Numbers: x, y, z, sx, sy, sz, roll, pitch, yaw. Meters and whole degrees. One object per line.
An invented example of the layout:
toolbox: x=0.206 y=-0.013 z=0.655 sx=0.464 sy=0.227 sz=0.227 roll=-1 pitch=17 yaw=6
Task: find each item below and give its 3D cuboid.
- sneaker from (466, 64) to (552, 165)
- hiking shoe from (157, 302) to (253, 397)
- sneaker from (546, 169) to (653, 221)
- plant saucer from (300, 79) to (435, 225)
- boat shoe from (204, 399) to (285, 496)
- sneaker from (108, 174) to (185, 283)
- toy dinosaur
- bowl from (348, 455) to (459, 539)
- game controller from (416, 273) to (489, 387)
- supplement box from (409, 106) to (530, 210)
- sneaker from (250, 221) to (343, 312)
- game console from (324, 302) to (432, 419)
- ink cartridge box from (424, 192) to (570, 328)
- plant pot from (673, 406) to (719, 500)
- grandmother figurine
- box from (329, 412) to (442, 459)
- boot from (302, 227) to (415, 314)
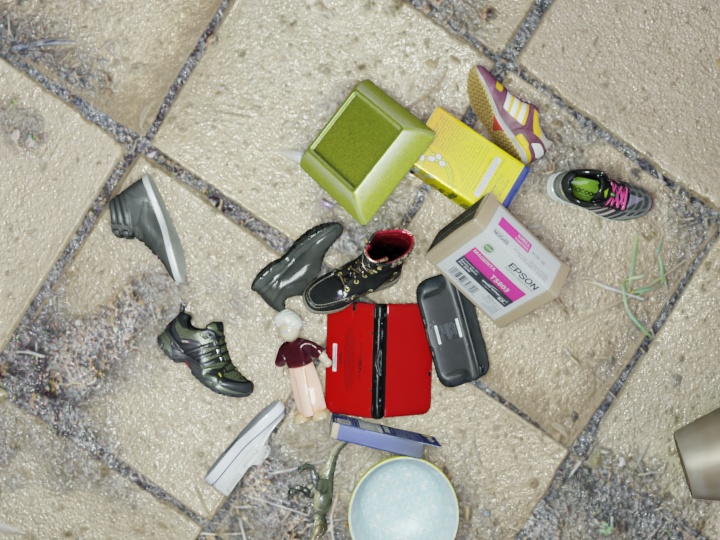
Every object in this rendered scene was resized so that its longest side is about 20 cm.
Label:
sneaker: x=0.268 y=-0.288 z=1.443 sx=0.089 sy=0.075 sz=0.203 roll=-30 pitch=93 yaw=-16
hiking shoe: x=-0.264 y=0.146 z=1.429 sx=0.198 sy=0.076 sz=0.102 roll=34 pitch=94 yaw=-1
sneaker: x=0.437 y=-0.136 z=1.436 sx=0.195 sy=0.087 sz=0.076 roll=14 pitch=91 yaw=-2
plant saucer: x=-0.001 y=-0.217 z=1.385 sx=0.201 sy=0.048 sz=0.200 roll=-50 pitch=59 yaw=6
boat shoe: x=-0.195 y=0.322 z=1.444 sx=0.065 sy=0.074 sz=0.200 roll=42 pitch=100 yaw=-7
sneaker: x=-0.383 y=-0.059 z=1.428 sx=0.097 sy=0.071 sz=0.204 roll=-23 pitch=86 yaw=1
toy dinosaur: x=-0.081 y=0.392 z=1.456 sx=0.086 sy=0.047 sz=0.205 roll=15 pitch=90 yaw=-17
bowl: x=0.074 y=0.422 z=1.428 sx=0.194 sy=0.108 sz=0.206 roll=0 pitch=91 yaw=-1
game controller: x=0.168 y=0.107 z=1.455 sx=0.102 sy=0.042 sz=0.205 roll=-15 pitch=91 yaw=-5
supplement box: x=0.183 y=-0.182 z=1.418 sx=0.198 sy=0.109 sz=0.111 roll=33 pitch=90 yaw=-2
sneaker: x=-0.102 y=-0.008 z=1.441 sx=0.199 sy=0.076 sz=0.091 roll=-40 pitch=101 yaw=6
game console: x=0.033 y=0.160 z=1.467 sx=0.169 sy=0.118 sz=0.206 roll=2 pitch=91 yaw=30
ink cartridge box: x=0.234 y=-0.013 z=1.384 sx=0.199 sy=0.164 sz=0.076 roll=42 pitch=55 yaw=-7
plant pot: x=0.658 y=0.327 z=1.417 sx=0.170 sy=0.200 sz=0.205 roll=-17 pitch=92 yaw=16
grandmother figurine: x=-0.107 y=0.168 z=1.431 sx=0.118 sy=0.061 sz=0.205 roll=-15 pitch=97 yaw=15
box: x=0.042 y=0.296 z=1.418 sx=0.195 sy=0.121 sz=0.033 roll=12 pitch=87 yaw=-2
boot: x=0.000 y=0.000 z=1.372 sx=0.196 sy=0.151 sz=0.075 roll=-17 pitch=72 yaw=-21
